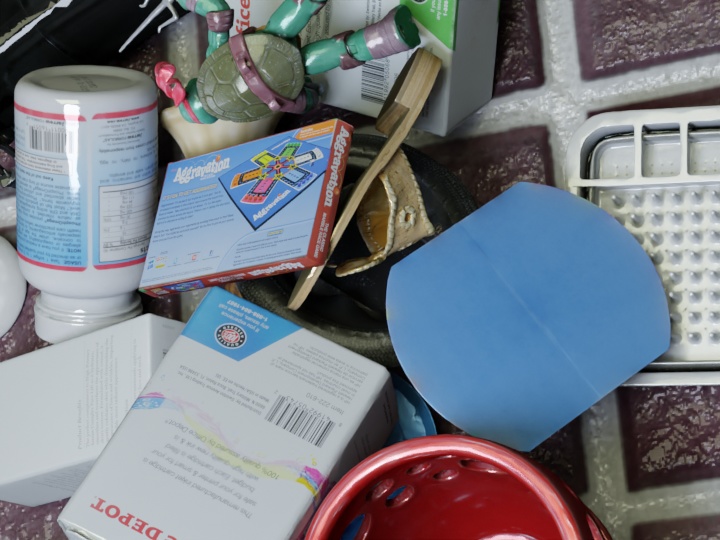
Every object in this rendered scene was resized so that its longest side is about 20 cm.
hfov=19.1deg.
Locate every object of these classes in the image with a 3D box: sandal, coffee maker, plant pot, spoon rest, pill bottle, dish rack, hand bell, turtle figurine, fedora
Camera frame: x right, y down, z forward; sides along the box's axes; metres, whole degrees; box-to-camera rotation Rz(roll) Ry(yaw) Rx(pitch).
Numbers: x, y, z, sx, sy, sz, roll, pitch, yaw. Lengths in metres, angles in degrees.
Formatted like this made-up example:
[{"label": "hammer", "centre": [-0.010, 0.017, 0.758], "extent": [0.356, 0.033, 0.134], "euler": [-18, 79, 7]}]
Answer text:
[{"label": "sandal", "centre": [0.026, -0.052, 1.486], "extent": [0.070, 0.078, 0.212], "euler": [28, 71, -7]}, {"label": "coffee maker", "centre": [-0.236, -0.198, 1.704], "extent": [0.200, 0.135, 0.192], "euler": [-33, 87, 12]}, {"label": "plant pot", "centre": [0.079, 0.221, 1.429], "extent": [0.200, 0.182, 0.201], "euler": [-6, 74, 20]}, {"label": "spoon rest", "centre": [-0.358, -0.012, 1.738], "extent": [0.200, 0.061, 0.099], "euler": [32, 91, 12]}, {"label": "pill bottle", "centre": [-0.207, -0.049, 1.619], "extent": [0.109, 0.109, 0.200], "euler": [10, 109, 23]}, {"label": "dish rack", "centre": [0.231, -0.014, 1.508], "extent": [0.171, 0.044, 0.200], "euler": [-2, 76, 20]}, {"label": "hand bell", "centre": [-0.093, -0.026, 1.629], "extent": [0.104, 0.104, 0.200], "euler": [-8, 87, 19]}, {"label": "turtle figurine", "centre": [-0.067, -0.155, 1.523], "extent": [0.200, 0.150, 0.101], "euler": [-25, 43, 23]}, {"label": "fedora", "centre": [0.000, 0.000, 1.554], "extent": [0.200, 0.092, 0.201], "euler": [-2, 59, 3]}]

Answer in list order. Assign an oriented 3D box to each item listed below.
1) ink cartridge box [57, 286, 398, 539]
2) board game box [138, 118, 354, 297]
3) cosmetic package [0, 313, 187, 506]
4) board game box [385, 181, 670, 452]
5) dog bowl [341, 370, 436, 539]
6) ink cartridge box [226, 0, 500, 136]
[{"label": "ink cartridge box", "centre": [-0.086, 0.134, 1.439], "extent": [0.144, 0.085, 0.200], "euler": [25, 66, 19]}, {"label": "board game box", "centre": [-0.083, -0.042, 1.508], "extent": [0.200, 0.019, 0.103], "euler": [-10, 63, 50]}, {"label": "cosmetic package", "centre": [-0.203, 0.107, 1.597], "extent": [0.200, 0.074, 0.102], "euler": [-17, 65, 38]}, {"label": "board game box", "centre": [0.111, 0.035, 1.476], "extent": [0.200, 0.039, 0.158], "euler": [-34, 76, -22]}, {"label": "dog bowl", "centre": [-0.034, 0.157, 1.521], "extent": [0.111, 0.050, 0.200], "euler": [43, 68, 1]}, {"label": "ink cartridge box", "centre": [-0.002, -0.201, 1.590], "extent": [0.200, 0.083, 0.147], "euler": [18, 122, 24]}]
